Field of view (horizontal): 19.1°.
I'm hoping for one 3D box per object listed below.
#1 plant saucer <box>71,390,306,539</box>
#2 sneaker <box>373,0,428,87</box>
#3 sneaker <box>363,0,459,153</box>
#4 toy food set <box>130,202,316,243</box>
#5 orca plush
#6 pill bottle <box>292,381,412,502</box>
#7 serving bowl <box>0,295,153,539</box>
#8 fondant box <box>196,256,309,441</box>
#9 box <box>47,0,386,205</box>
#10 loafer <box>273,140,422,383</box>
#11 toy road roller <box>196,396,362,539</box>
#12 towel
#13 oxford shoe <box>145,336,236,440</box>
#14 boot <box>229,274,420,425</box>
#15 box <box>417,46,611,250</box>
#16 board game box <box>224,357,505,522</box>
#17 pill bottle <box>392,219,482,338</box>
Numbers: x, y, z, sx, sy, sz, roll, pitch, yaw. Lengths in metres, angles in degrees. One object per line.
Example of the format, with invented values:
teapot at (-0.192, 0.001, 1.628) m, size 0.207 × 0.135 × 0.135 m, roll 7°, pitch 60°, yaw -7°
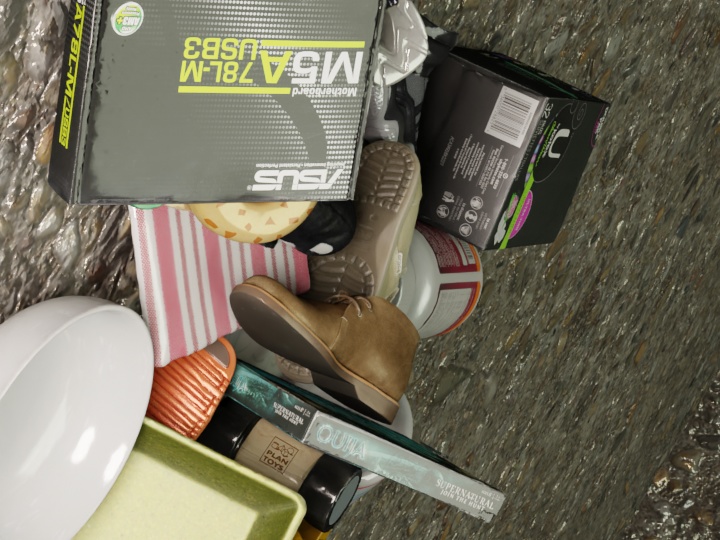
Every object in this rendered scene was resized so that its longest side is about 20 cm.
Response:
plant saucer at (-0.167, 0.203, 1.500) m, size 0.200 × 0.200 × 0.048 m, roll -63°, pitch 180°, yaw -1°
sneaker at (-0.031, -0.225, 1.468) m, size 0.079 × 0.130 × 0.199 m, roll -36°, pitch 114°, yaw -15°
sneaker at (0.033, -0.142, 1.714) m, size 0.114 × 0.075 × 0.200 m, roll -53°, pitch 156°, yaw -19°
toy food set at (-0.084, -0.123, 1.367) m, size 0.198 × 0.049 × 0.200 m, roll 22°, pitch 100°, yaw -37°
orca plush at (-0.039, -0.083, 1.519) m, size 0.105 × 0.071 × 0.200 m, roll -53°, pitch 135°, yaw -42°
pill bottle at (-0.039, 0.151, 1.785) m, size 0.109 × 0.109 × 0.200 m, roll -52°, pitch -176°, yaw -28°
serving bowl at (-0.221, 0.101, 1.391) m, size 0.200 × 0.066 × 0.200 m, roll -47°, pitch 152°, yaw -35°
fondant box at (-0.091, 0.040, 1.663) m, size 0.200 × 0.058 × 0.145 m, roll -37°, pitch 147°, yaw -53°
box at (-0.083, -0.136, 1.302) m, size 0.200 × 0.048 × 0.194 m, roll -1°, pitch 111°, yaw -31°
loafer at (0.000, 0.000, 1.649) m, size 0.200 × 0.076 × 0.068 m, roll -63°, pitch 154°, yaw -7°
toy road roller at (-0.088, 0.207, 1.620) m, size 0.200 × 0.123 × 0.146 m, roll -56°, pitch 165°, yaw -21°
towel at (-0.102, -0.028, 1.517) m, size 0.200 × 0.030 × 0.147 m, roll -28°, pitch 116°, yaw -54°
oxford shoe at (-0.161, 0.123, 1.564) m, size 0.200 × 0.071 × 0.073 m, roll -48°, pitch 170°, yaw 6°
boot at (-0.024, 0.039, 1.543) m, size 0.200 × 0.074 × 0.076 m, roll 40°, pitch 74°, yaw -50°
box at (0.119, -0.110, 1.905) m, size 0.149 × 0.124 × 0.200 m, roll -67°, pitch 161°, yaw 11°
board game box at (-0.002, 0.125, 1.584) m, size 0.200 × 0.135 × 0.028 m, roll 27°, pitch 90°, yaw -38°
pill bottle at (0.027, 0.008, 1.838) m, size 0.110 × 0.109 × 0.200 m, roll -67°, pitch 161°, yaw 9°
